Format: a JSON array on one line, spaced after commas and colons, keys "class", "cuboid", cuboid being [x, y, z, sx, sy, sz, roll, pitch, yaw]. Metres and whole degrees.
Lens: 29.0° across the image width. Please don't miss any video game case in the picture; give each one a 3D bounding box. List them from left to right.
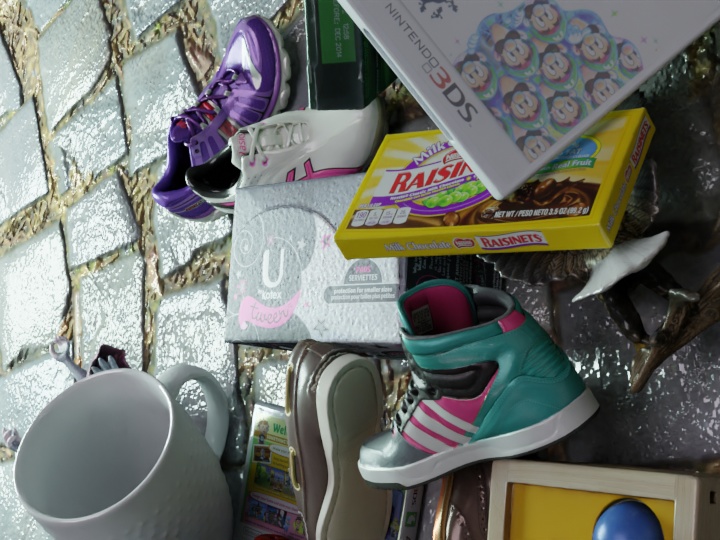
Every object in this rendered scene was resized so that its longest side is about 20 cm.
[{"class": "video game case", "cuboid": [-0.033, 0.214, 1.137, 0.200, 0.022, 0.183, 8, 89, 47]}, {"class": "video game case", "cuboid": [0.105, -0.176, 0.858, 0.200, 0.024, 0.182, -39, 92, -7]}]

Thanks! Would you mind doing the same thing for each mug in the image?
[{"class": "mug", "cuboid": [-0.174, 0.173, 1.187, 0.147, 0.176, 0.200, 9, 55, 32]}]

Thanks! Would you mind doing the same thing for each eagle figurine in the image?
[{"class": "eagle figurine", "cuboid": [0.153, -0.021, 0.914, 0.200, 0.151, 0.151, 55, 142, 30]}]

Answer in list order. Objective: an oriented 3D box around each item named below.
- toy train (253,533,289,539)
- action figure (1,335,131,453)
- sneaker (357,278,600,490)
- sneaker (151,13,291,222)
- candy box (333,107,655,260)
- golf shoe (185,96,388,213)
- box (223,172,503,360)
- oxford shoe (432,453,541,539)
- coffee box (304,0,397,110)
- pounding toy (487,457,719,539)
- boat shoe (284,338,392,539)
[{"class": "toy train", "cuboid": [-0.090, 0.261, 1.049, 0.200, 0.115, 0.085, -162, 80, -69]}, {"class": "action figure", "cuboid": [-0.256, 0.144, 1.349, 0.200, 0.149, 0.134, -31, 30, 59]}, {"class": "sneaker", "cuboid": [0.050, 0.071, 0.916, 0.200, 0.084, 0.121, -25, 96, 42]}, {"class": "sneaker", "cuboid": [-0.128, -0.136, 1.253, 0.081, 0.083, 0.201, 35, 107, 43]}, {"class": "candy box", "cuboid": [0.083, -0.055, 0.898, 0.199, 0.026, 0.102, -2, 45, 37]}, {"class": "golf shoe", "cuboid": [-0.062, -0.095, 1.172, 0.200, 0.092, 0.073, -27, 63, 38]}, {"class": "box", "cuboid": [0.000, 0.000, 1.073, 0.200, 0.114, 0.133, -3, 81, 46]}, {"class": "oxford shoe", "cuboid": [0.097, 0.171, 0.976, 0.073, 0.071, 0.201, -21, 67, 38]}, {"class": "coffee box", "cuboid": [-0.002, -0.194, 1.045, 0.044, 0.200, 0.124, 0, 104, 10]}, {"class": "pounding toy", "cuboid": [0.138, 0.214, 0.872, 0.200, 0.142, 0.185, -2, 81, 46]}, {"class": "boat shoe", "cuboid": [-0.022, 0.145, 1.037, 0.059, 0.072, 0.201, 25, 128, 42]}]
